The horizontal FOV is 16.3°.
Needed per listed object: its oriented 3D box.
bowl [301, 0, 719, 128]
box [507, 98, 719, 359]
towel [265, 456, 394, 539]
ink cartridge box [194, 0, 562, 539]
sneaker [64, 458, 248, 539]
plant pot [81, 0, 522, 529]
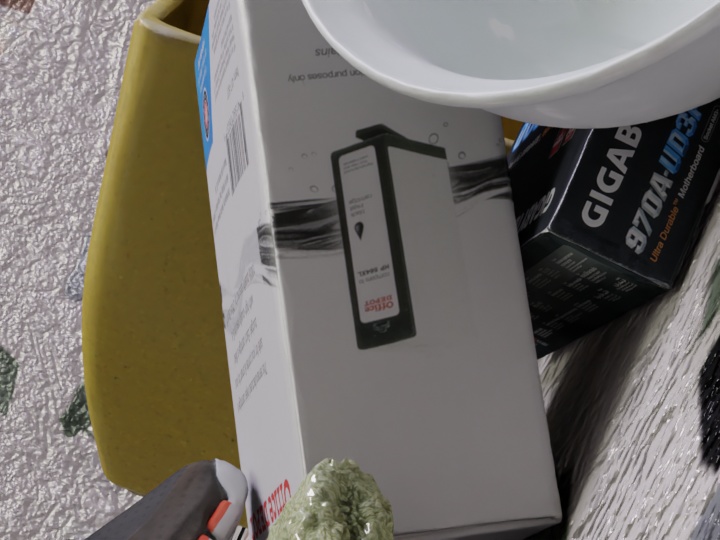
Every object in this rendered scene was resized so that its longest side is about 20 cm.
[{"bbox_3d":[0.084,-0.117,0.727,0.201,0.090,0.201,-19,54,28],"label":"bowl"},{"bbox_3d":[0.093,-0.059,0.866,0.200,0.046,0.159,134,161,-79],"label":"box"},{"bbox_3d":[-0.024,0.164,0.689,0.148,0.036,0.200,120,156,-43],"label":"towel"},{"bbox_3d":[0.000,0.000,0.837,0.146,0.084,0.200,127,136,-75],"label":"ink cartridge box"},{"bbox_3d":[-0.118,0.120,0.811,0.200,0.082,0.077,-45,-8,-26],"label":"sneaker"},{"bbox_3d":[-0.023,0.005,1.077,0.194,0.195,0.200,-80,10,-78],"label":"plant pot"}]
